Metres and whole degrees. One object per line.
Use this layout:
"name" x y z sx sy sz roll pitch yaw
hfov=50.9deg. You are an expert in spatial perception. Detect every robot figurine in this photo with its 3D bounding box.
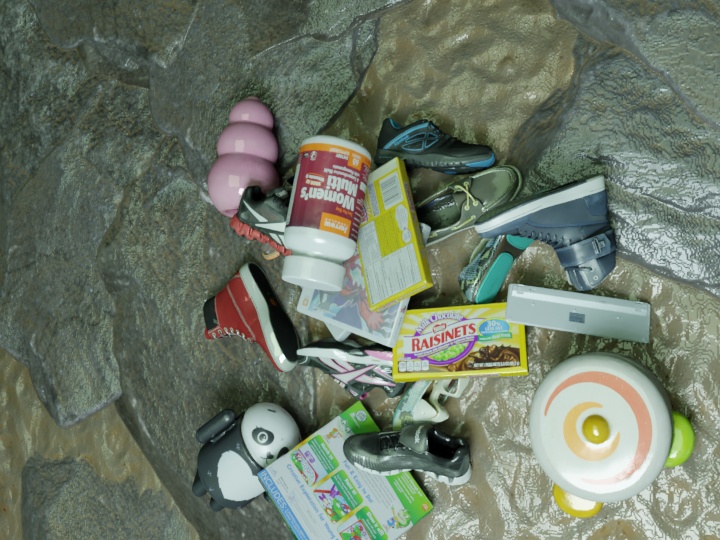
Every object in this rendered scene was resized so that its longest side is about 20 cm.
"robot figurine" -0.185 0.304 1.227 0.199 0.149 0.126 -39 59 17

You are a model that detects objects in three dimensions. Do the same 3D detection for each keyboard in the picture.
"keyboard" 0.302 0.059 1.053 0.194 0.011 0.058 8 76 10

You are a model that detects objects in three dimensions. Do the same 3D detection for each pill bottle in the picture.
"pill bottle" -0.052 -0.080 1.088 0.107 0.109 0.206 6 81 24

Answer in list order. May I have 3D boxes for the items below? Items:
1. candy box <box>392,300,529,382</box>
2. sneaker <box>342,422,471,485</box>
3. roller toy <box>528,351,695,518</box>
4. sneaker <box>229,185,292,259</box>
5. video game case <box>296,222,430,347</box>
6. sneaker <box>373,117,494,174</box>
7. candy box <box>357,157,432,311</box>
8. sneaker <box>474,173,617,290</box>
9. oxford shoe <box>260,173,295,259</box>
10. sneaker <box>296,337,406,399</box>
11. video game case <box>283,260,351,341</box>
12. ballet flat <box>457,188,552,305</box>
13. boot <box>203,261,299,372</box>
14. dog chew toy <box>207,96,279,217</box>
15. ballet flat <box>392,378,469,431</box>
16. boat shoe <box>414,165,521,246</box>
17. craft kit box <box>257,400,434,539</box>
"candy box" 0.141 0.103 1.092 0.194 0.026 0.105 -6 67 17
"sneaker" 0.071 0.256 1.105 0.194 0.092 0.067 8 45 4
"roller toy" 0.315 0.204 0.998 0.198 0.139 0.185 -35 72 19
"sneaker" -0.112 -0.073 1.174 0.196 0.071 0.100 23 112 19
"video game case" 0.000 0.000 1.160 0.197 0.023 0.187 16 88 39
"sneaker" 0.111 -0.193 1.160 0.195 0.073 0.084 7 87 24
"candy box" 0.040 -0.053 1.104 0.101 0.026 0.205 -27 62 33
"sneaker" 0.260 -0.034 1.034 0.197 0.077 0.150 -16 98 -11
"oxford shoe" -0.111 -0.110 1.244 0.202 0.072 0.071 -53 34 6
"sneaker" -0.016 0.159 1.191 0.195 0.080 0.089 3 98 30
"video game case" -0.026 -0.023 1.218 0.182 0.023 0.201 -46 59 15
"ballet flat" 0.209 -0.044 1.111 0.074 0.074 0.202 39 98 22
"boot" -0.191 0.109 1.279 0.143 0.072 0.203 -39 64 18
"dog chew toy" -0.191 -0.193 1.277 0.121 0.124 0.206 1 78 24
"ballet flat" 0.117 0.176 1.127 0.071 0.068 0.203 38 99 46
"boat shoe" 0.150 -0.098 1.140 0.199 0.060 0.074 -29 75 20
"craft kit box" -0.023 0.334 1.136 0.195 0.049 0.202 -31 70 -19
